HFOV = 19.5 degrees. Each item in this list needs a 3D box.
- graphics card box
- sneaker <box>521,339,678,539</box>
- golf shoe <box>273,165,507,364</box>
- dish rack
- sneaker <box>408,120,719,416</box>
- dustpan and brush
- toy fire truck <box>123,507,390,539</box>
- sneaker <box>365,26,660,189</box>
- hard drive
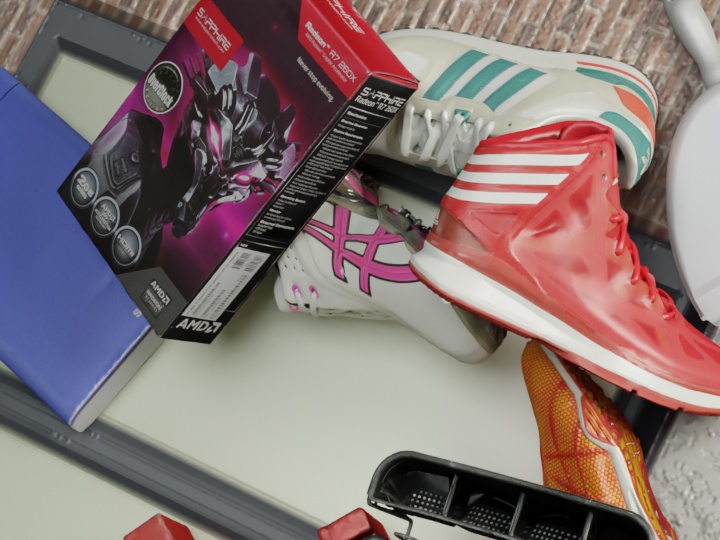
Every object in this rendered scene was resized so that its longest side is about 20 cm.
[{"bbox_3d":[-0.072,-0.073,1.166,0.200,0.051,0.126,-50,60,21],"label":"graphics card box"},{"bbox_3d":[0.120,0.126,1.103,0.077,0.073,0.201,-28,64,16],"label":"sneaker"},{"bbox_3d":[0.000,0.000,1.181,0.092,0.073,0.200,-51,56,3],"label":"golf shoe"},{"bbox_3d":[0.057,0.205,1.045,0.152,0.055,0.201,13,78,24],"label":"dish rack"},{"bbox_3d":[0.135,-0.007,1.086,0.199,0.078,0.116,23,98,-18],"label":"sneaker"},{"bbox_3d":[0.210,-0.084,1.160,0.139,0.057,0.201,-31,73,16],"label":"dustpan and brush"},{"bbox_3d":[-0.030,0.202,1.131,0.140,0.049,0.201,-30,68,5],"label":"toy fire truck"},{"bbox_3d":[0.066,-0.080,1.149,0.198,0.071,0.094,6,31,3],"label":"sneaker"},{"bbox_3d":[-0.194,-0.016,1.264,0.200,0.025,0.132,40,86,24],"label":"hard drive"}]
